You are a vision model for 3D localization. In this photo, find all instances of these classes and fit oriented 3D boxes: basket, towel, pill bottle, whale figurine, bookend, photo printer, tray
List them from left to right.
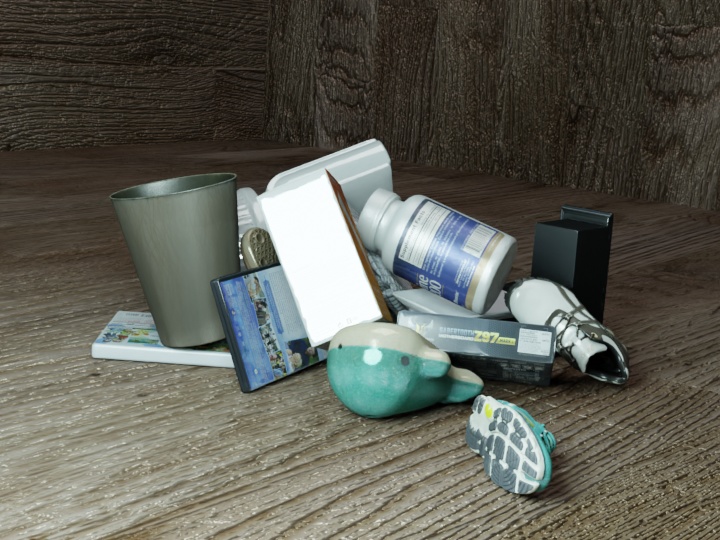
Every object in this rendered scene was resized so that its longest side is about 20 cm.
[{"bbox_3d":[-0.224,-0.013,1.588,0.179,0.202,0.136,-5,14,26],"label":"basket"},{"bbox_3d":[-0.049,-0.098,1.816,0.198,0.167,0.070,-21,58,-10],"label":"photo printer"},{"bbox_3d":[0.000,0.000,1.736,0.201,0.085,0.166,57,7,29],"label":"towel"},{"bbox_3d":[0.051,0.133,1.447,0.199,0.105,0.158,24,-22,-32],"label":"whale figurine"},{"bbox_3d":[0.097,-0.031,1.607,0.199,0.112,0.111,26,18,16],"label":"pill bottle"},{"bbox_3d":[0.143,0.048,1.656,0.107,0.022,0.199,24,20,40],"label":"tray"},{"bbox_3d":[0.272,0.017,1.782,0.092,0.201,0.199,14,16,40],"label":"bookend"}]

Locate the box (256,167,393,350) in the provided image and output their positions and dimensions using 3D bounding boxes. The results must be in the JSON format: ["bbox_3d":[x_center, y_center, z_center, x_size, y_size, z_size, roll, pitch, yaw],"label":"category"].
[{"bbox_3d":[-0.043,-0.011,1.541,0.097,0.202,0.124,-22,-8,5],"label":"box"}]

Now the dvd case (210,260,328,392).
[{"bbox_3d":[-0.107,0.063,1.565,0.017,0.144,0.199,-16,1,34],"label":"dvd case"}]

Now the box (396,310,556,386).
[{"bbox_3d":[0.148,0.101,1.556,0.198,0.052,0.158,6,-16,10],"label":"box"}]

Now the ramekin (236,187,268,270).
[{"bbox_3d":[-0.192,-0.018,1.823,0.093,0.205,0.202,-12,16,-16],"label":"ramekin"}]

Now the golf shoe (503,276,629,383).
[{"bbox_3d":[0.281,0.080,1.613,0.199,0.078,0.095,33,12,-8],"label":"golf shoe"}]

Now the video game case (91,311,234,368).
[{"bbox_3d":[-0.251,0.093,1.669,0.198,0.022,0.182,5,12,-1],"label":"video game case"}]

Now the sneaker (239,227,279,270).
[{"bbox_3d":[-0.119,0.034,1.645,0.075,0.201,0.071,-14,29,35],"label":"sneaker"}]

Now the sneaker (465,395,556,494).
[{"bbox_3d":[0.171,0.178,1.290,0.079,0.078,0.200,11,10,-10],"label":"sneaker"}]
